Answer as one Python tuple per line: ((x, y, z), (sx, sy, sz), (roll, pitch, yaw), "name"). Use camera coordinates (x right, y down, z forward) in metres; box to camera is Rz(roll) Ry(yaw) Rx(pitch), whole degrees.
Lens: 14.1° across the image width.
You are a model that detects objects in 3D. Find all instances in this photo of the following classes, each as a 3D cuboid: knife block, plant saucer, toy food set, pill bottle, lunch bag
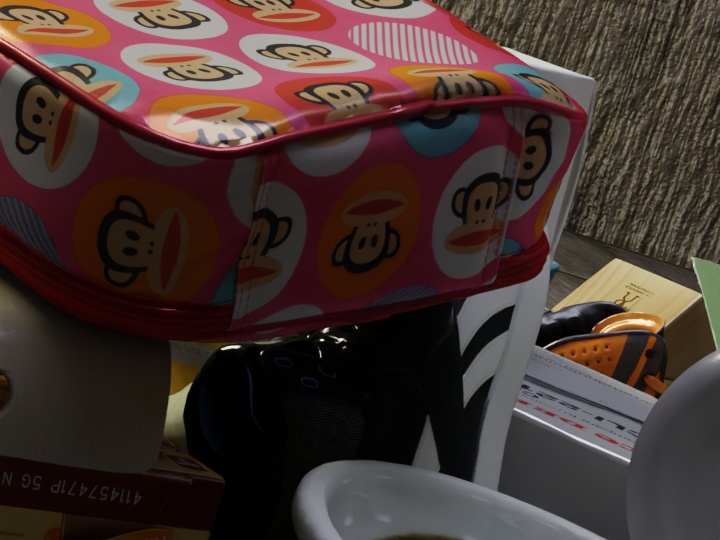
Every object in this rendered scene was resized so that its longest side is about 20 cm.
((0.103, 0.086, 1.462), (0.064, 0.176, 0.200), (26, -35, 43), "knife block")
((0.062, 0.127, 0.884), (0.200, 0.050, 0.200), (25, 11, -5), "plant saucer")
((-0.148, 0.006, 0.917), (0.143, 0.060, 0.200), (11, 18, -20), "toy food set")
((0.166, 0.070, 0.959), (0.109, 0.109, 0.200), (21, 10, 22), "pill bottle")
((-0.047, -0.051, 0.930), (0.200, 0.082, 0.176), (-8, 31, -43), "lunch bag")

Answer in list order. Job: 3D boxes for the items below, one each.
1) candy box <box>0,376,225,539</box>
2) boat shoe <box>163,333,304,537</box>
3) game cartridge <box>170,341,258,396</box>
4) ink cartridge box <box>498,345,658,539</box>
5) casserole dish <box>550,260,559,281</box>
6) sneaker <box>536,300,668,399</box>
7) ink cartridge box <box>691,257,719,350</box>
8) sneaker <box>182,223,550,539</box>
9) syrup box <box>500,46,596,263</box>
((-0.144, 0.054, 0.959), (0.115, 0.055, 0.200), (12, 10, -34), "candy box")
((-0.024, 0.058, 1.074), (0.062, 0.072, 0.200), (-28, -2, 30), "boat shoe")
((-0.081, -0.001, 1.160), (0.200, 0.032, 0.176), (17, 39, -46), "game cartridge")
((0.087, 0.094, 1.135), (0.144, 0.084, 0.200), (24, 8, 12), "ink cartridge box")
((0.000, 0.000, 1.155), (0.121, 0.039, 0.200), (16, 6, 25), "casserole dish")
((0.134, 0.080, 1.285), (0.200, 0.112, 0.078), (16, 7, -19), "sneaker")
((0.232, 0.083, 1.292), (0.145, 0.048, 0.200), (16, 51, -35), "ink cartridge box")
((-0.001, 0.022, 0.987), (0.112, 0.200, 0.073), (26, -30, -38), "sneaker")
((-0.017, -0.062, 1.126), (0.200, 0.081, 0.079), (9, 10, -25), "syrup box")
